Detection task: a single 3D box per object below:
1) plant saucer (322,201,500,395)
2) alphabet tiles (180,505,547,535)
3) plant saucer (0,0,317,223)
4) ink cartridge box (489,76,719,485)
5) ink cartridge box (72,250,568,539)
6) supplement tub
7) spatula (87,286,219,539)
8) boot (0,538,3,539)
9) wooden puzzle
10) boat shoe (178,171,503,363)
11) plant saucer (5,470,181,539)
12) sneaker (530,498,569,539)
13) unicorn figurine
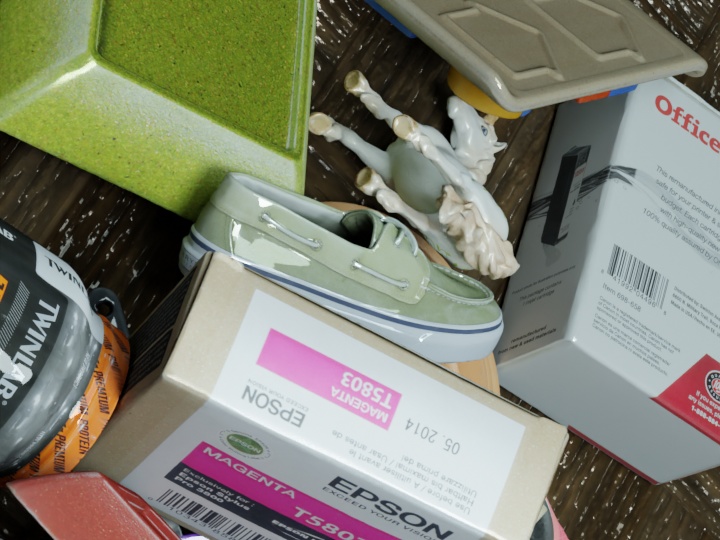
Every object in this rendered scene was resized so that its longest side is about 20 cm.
[{"bbox_3d":[0.001,0.058,1.641,0.200,0.032,0.201,14,67,-36],"label":"plant saucer"},{"bbox_3d":[-0.004,0.138,1.562,0.200,0.006,0.166,43,71,2],"label":"alphabet tiles"},{"bbox_3d":[-0.096,-0.130,1.596,0.199,0.048,0.200,26,51,-30],"label":"plant saucer"},{"bbox_3d":[0.172,0.002,1.765,0.144,0.084,0.200,33,57,-25],"label":"ink cartridge box"},{"bbox_3d":[-0.024,0.089,1.467,0.200,0.165,0.075,27,63,-10],"label":"ink cartridge box"},{"bbox_3d":[-0.215,0.018,1.415,0.200,0.122,0.123,34,56,-25],"label":"supplement tub"},{"bbox_3d":[-0.109,0.103,1.535,0.056,0.021,0.200,-15,77,-14],"label":"spatula"},{"bbox_3d":[-0.180,0.163,1.409,0.200,0.096,0.074,21,62,-33],"label":"boot"},{"bbox_3d":[0.076,-0.147,1.716,0.200,0.046,0.185,-11,45,-47],"label":"wooden puzzle"},{"bbox_3d":[0.000,0.000,1.580,0.200,0.062,0.072,14,22,-34],"label":"boat shoe"},{"bbox_3d":[-0.074,0.168,1.407,0.037,0.200,0.200,-44,82,-4],"label":"plant saucer"},{"bbox_3d":[0.086,0.165,1.647,0.087,0.074,0.200,-79,145,-73],"label":"sneaker"},{"bbox_3d":[0.041,-0.057,1.670,0.137,0.074,0.200,34,29,-35],"label":"unicorn figurine"}]
